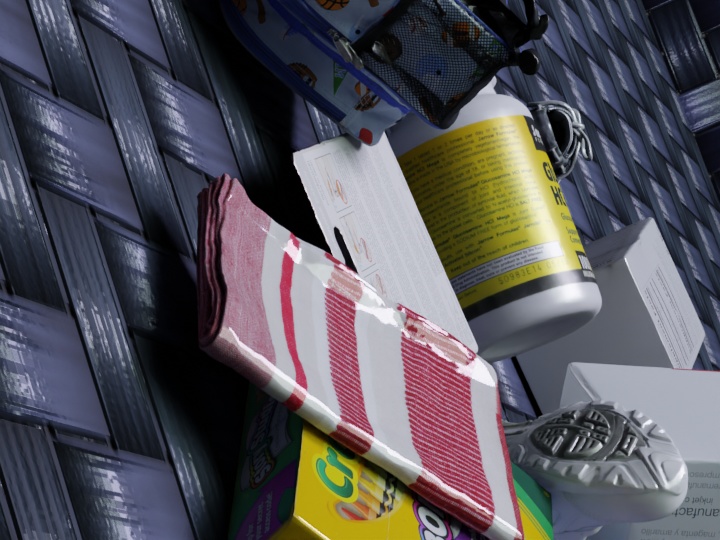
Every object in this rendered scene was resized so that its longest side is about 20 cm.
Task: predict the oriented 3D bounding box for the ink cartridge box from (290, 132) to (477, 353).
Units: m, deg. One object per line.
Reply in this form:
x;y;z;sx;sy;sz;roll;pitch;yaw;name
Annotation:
0.000;0.000;1.565;0.161;0.050;0.200;67;19;-2;ink cartridge box

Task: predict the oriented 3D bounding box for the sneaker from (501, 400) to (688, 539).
0.103;0.130;1.459;0.078;0.200;0.100;-37;116;-41;sneaker

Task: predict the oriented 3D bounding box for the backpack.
-0.004;-0.185;1.583;0.191;0.154;0.200;46;10;-26;backpack

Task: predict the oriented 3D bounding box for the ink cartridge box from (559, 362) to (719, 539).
0.191;0.175;1.550;0.145;0.145;0.201;-123;-141;-65;ink cartridge box

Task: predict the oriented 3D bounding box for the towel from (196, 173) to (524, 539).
0.001;0.045;1.300;0.200;0.023;0.144;35;25;-24;towel

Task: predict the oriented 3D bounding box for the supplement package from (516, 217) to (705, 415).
0.189;0.043;2.036;0.110;0.114;0.200;65;15;-4;supplement package

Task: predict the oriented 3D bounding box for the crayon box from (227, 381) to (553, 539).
0.019;0.129;1.293;0.172;0.058;0.200;41;22;-18;crayon box

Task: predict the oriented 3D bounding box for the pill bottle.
0.079;-0.046;1.770;0.201;0.112;0.112;70;15;12;pill bottle

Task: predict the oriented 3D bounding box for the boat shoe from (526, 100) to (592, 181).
0.161;-0.113;2.264;0.074;0.068;0.199;70;14;11;boat shoe
